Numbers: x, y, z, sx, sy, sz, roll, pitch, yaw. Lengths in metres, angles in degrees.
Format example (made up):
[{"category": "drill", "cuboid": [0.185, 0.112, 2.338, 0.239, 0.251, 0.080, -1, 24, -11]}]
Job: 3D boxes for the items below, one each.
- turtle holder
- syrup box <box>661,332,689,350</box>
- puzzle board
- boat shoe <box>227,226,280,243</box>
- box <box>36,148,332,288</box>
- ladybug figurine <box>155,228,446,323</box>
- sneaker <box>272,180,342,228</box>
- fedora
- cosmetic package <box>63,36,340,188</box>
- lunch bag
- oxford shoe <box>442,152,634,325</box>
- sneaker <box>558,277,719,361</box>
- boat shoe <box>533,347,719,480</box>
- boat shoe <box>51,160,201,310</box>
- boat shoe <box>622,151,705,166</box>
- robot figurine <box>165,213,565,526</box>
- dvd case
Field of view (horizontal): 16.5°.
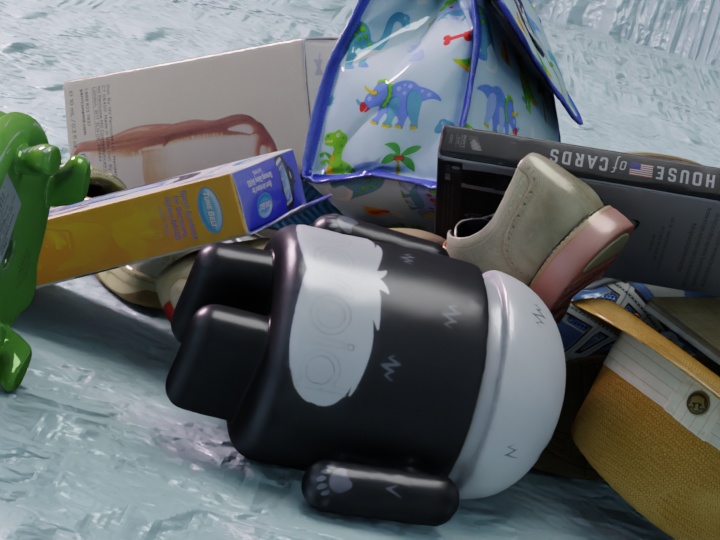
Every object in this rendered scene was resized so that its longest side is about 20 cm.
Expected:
[{"category": "turtle holder", "cuboid": [-0.216, -0.025, 1.257, 0.132, 0.141, 0.186, 16, 14, 5]}, {"category": "syrup box", "cuboid": [0.220, 0.058, 1.562, 0.081, 0.079, 0.200, 4, 18, -43]}, {"category": "puzzle board", "cuboid": [0.275, 0.060, 1.436, 0.200, 0.017, 0.151, 1, 30, -46]}, {"category": "boat shoe", "cuboid": [0.000, 0.000, 1.526, 0.200, 0.057, 0.069, 20, 12, -28]}, {"category": "box", "cuboid": [-0.119, -0.028, 1.390, 0.200, 0.042, 0.119, -15, 5, 16]}, {"category": "ladybug figurine", "cuboid": [-0.028, 0.019, 1.396, 0.200, 0.072, 0.136, -4, -5, -42]}, {"category": "sneaker", "cuboid": [-0.007, -0.021, 1.658, 0.200, 0.077, 0.081, 1, -3, -36]}, {"category": "fedora", "cuboid": [0.175, 0.096, 1.300, 0.201, 0.082, 0.201, 36, 3, -2]}, {"category": "cosmetic package", "cuboid": [-0.087, -0.097, 1.647, 0.200, 0.087, 0.103, -7, -2, 35]}, {"category": "lunch bag", "cuboid": [0.061, -0.113, 1.561, 0.127, 0.200, 0.170, 3, -20, 23]}, {"category": "oxford shoe", "cuboid": [0.074, 0.008, 1.361, 0.074, 0.200, 0.071, 48, 44, 10]}, {"category": "sneaker", "cuboid": [0.155, 0.025, 1.507, 0.200, 0.077, 0.076, -8, -1, 2]}, {"category": "boat shoe", "cuboid": [0.151, 0.081, 1.433, 0.200, 0.073, 0.065, -4, -3, -36]}, {"category": "boat shoe", "cuboid": [-0.155, -0.036, 1.537, 0.073, 0.063, 0.201, 7, 17, -34]}, {"category": "boat shoe", "cuboid": [0.214, -0.030, 1.607, 0.200, 0.073, 0.063, 21, 2, -36]}, {"category": "robot figurine", "cuboid": [0.004, 0.048, 1.263, 0.200, 0.150, 0.125, 12, -3, -13]}, {"category": "dvd case", "cuboid": [0.141, -0.030, 1.390, 0.200, 0.025, 0.150, 9, -18, 3]}]
